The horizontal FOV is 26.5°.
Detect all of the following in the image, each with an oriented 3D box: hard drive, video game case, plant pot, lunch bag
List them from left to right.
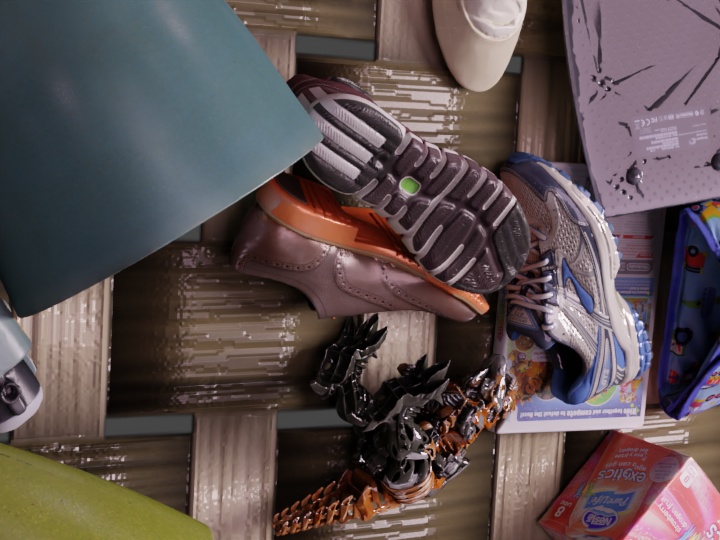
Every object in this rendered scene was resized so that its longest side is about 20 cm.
[{"bbox_3d":[-0.217,0.173,0.874,0.200,0.187,0.188,37,79,-16],"label":"plant pot"},{"bbox_3d":[-0.145,-0.094,0.855,0.200,0.200,0.162,-33,100,-22],"label":"plant pot"},{"bbox_3d":[0.164,0.021,1.152,0.142,0.018,0.201,1,97,-31],"label":"video game case"},{"bbox_3d":[0.213,-0.147,1.110,0.134,0.042,0.201,-10,95,-6],"label":"hard drive"},{"bbox_3d":[0.308,0.030,1.181,0.150,0.094,0.201,-19,140,-24],"label":"lunch bag"}]

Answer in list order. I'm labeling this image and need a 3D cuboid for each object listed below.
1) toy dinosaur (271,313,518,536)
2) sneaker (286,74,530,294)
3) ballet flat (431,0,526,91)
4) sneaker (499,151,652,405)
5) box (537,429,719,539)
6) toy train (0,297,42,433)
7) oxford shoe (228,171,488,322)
[{"bbox_3d":[0.029,0.116,1.049,0.200,0.102,0.136,-51,138,-38],"label":"toy dinosaur"},{"bbox_3d":[0.026,-0.070,1.004,0.076,0.116,0.200,-46,125,8],"label":"sneaker"},{"bbox_3d":[0.084,-0.220,1.039,0.069,0.069,0.201,-13,104,-28],"label":"ballet flat"},{"bbox_3d":[0.139,0.012,1.083,0.085,0.077,0.201,-34,113,-17],"label":"sneaker"},{"bbox_3d":[0.243,0.232,1.186,0.103,0.095,0.200,-48,117,-16],"label":"box"},{"bbox_3d":[-0.248,0.006,0.850,0.085,0.114,0.201,-37,114,-20],"label":"toy train"},{"bbox_3d":[0.000,0.000,1.035,0.199,0.071,0.073,24,109,-30],"label":"oxford shoe"}]
